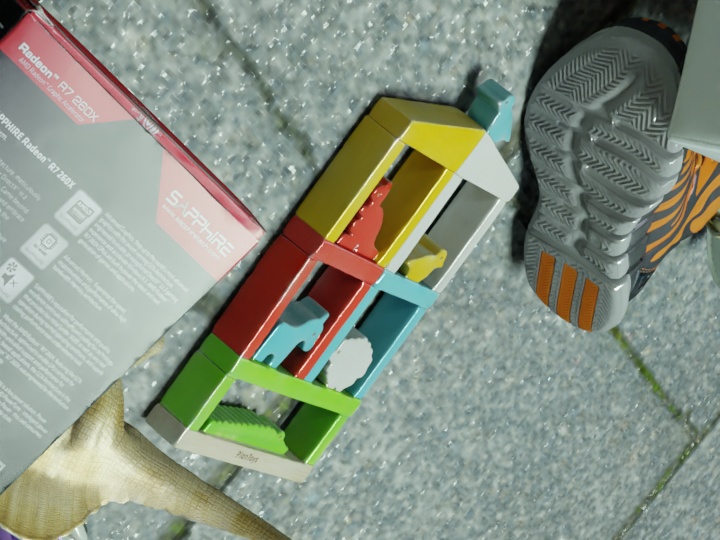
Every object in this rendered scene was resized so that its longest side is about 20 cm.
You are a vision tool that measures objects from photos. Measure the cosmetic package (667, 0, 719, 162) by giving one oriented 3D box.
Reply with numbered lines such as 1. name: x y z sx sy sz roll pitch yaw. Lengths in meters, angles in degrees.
1. cosmetic package: 0.255 -0.127 1.236 0.167 0.166 0.201 15 88 -62

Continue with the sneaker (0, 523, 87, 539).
1. sneaker: -0.156 0.130 1.082 0.083 0.081 0.201 -20 141 -34

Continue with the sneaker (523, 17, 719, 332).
1. sneaker: 0.134 -0.067 1.315 0.112 0.077 0.200 -44 162 -30

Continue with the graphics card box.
1. graphics card box: -0.143 0.014 0.898 0.200 0.051 0.125 -46 129 0

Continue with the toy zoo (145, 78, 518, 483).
1. toy zoo: 0.000 0.000 1.227 0.200 0.020 0.131 -54 155 6

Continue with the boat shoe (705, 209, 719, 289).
1. boat shoe: 0.197 -0.050 1.440 0.068 0.075 0.200 -24 145 -21

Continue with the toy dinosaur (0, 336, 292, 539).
1. toy dinosaur: -0.104 0.052 1.017 0.199 0.102 0.058 23 148 -33
